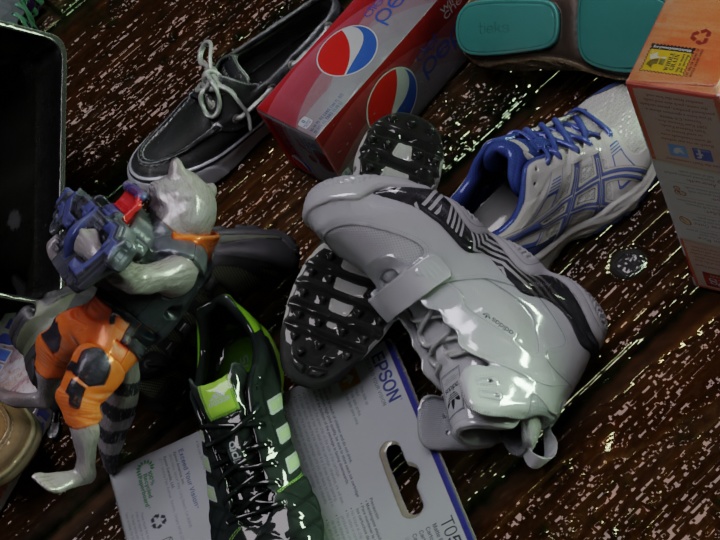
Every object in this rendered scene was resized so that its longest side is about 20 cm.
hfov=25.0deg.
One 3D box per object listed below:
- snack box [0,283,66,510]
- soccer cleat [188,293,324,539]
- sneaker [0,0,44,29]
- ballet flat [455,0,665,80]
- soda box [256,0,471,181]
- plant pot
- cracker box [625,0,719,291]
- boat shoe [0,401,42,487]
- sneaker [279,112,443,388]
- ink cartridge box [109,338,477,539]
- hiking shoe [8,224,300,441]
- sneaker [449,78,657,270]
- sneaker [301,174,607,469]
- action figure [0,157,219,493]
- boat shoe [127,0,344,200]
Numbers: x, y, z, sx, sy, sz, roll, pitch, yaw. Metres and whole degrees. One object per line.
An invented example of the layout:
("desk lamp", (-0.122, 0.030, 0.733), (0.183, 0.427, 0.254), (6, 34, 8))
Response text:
("snack box", (-0.236, 0.079, 1.113), (0.072, 0.024, 0.200), (12, 62, 31))
("soccer cleat", (-0.068, 0.104, 0.933), (0.067, 0.081, 0.200), (-21, 50, 8))
("sneaker", (-0.286, -0.210, 1.312), (0.088, 0.074, 0.200), (-32, 49, -7))
("ballet flat", (0.154, -0.162, 1.074), (0.200, 0.065, 0.071), (13, 103, 43))
("soda box", (0.021, -0.154, 1.139), (0.063, 0.070, 0.200), (29, 71, 37))
("plant pot", (-0.334, -0.064, 1.126), (0.177, 0.200, 0.200), (-21, 66, 48))
("cracker box", (0.220, -0.092, 0.924), (0.058, 0.200, 0.134), (13, 63, 32))
("boat shoe", (-0.293, 0.087, 1.076), (0.200, 0.063, 0.073), (17, 65, 35))
("sneaker", (0.000, 0.000, 1.031), (0.066, 0.091, 0.200), (21, 60, 2))
("ink cartridge box", (-0.035, 0.162, 0.957), (0.200, 0.041, 0.200), (-25, 50, 4))
("hiking shoe", (-0.125, 0.042, 1.073), (0.200, 0.076, 0.101), (-23, 74, -1))
("sneaker", (0.119, -0.060, 1.019), (0.200, 0.088, 0.075), (-46, 50, -14))
("sneaker", (0.046, 0.030, 0.932), (0.075, 0.200, 0.115), (-43, 21, 53))
("action figure", (-0.149, 0.018, 0.991), (0.194, 0.105, 0.200), (-57, 21, 9))
("boat shoe", (-0.090, -0.128, 1.169), (0.199, 0.068, 0.074), (-31, 50, 1))
